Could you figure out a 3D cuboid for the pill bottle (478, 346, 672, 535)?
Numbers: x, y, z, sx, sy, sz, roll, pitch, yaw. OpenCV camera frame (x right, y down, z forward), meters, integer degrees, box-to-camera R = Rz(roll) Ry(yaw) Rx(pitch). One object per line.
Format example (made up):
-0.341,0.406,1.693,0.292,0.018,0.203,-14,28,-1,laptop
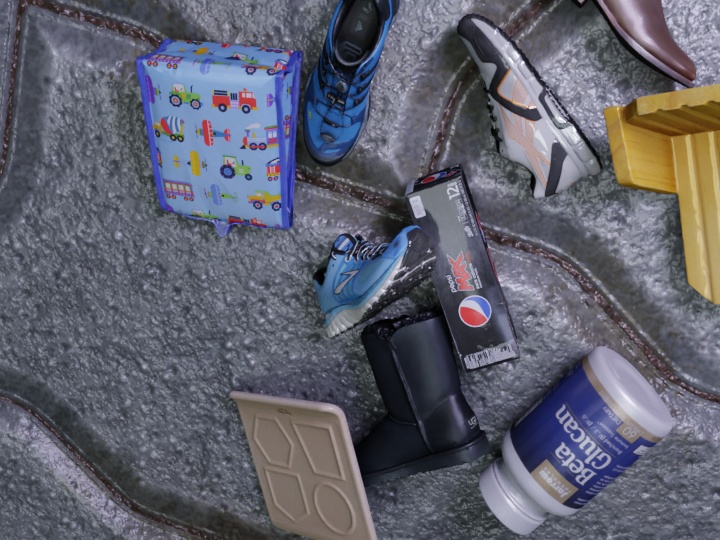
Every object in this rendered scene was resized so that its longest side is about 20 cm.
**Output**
0.220,0.186,0.896,0.111,0.111,0.200,40,111,-3,pill bottle

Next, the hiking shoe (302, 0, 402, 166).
-0.020,-0.197,0.836,0.073,0.087,0.203,19,110,5,hiking shoe

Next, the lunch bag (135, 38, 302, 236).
-0.144,-0.127,0.893,0.148,0.094,0.203,7,118,7,lunch bag

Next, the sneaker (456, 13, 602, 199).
0.150,-0.156,0.823,0.080,0.074,0.201,-35,98,21,sneaker

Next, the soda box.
0.107,-0.002,0.880,0.062,0.071,0.203,-17,104,11,soda box

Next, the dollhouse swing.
0.335,-0.057,0.730,0.198,0.180,0.180,0,89,43,dollhouse swing

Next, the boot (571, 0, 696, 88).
0.294,-0.294,0.759,0.186,0.064,0.201,40,106,-5,boot

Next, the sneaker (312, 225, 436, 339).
0.000,0.000,0.870,0.091,0.078,0.200,60,143,6,sneaker

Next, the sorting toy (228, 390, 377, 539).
-0.060,0.229,0.977,0.183,0.036,0.203,-1,113,45,sorting toy

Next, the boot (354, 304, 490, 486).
0.037,0.141,0.943,0.198,0.076,0.171,-23,86,37,boot
